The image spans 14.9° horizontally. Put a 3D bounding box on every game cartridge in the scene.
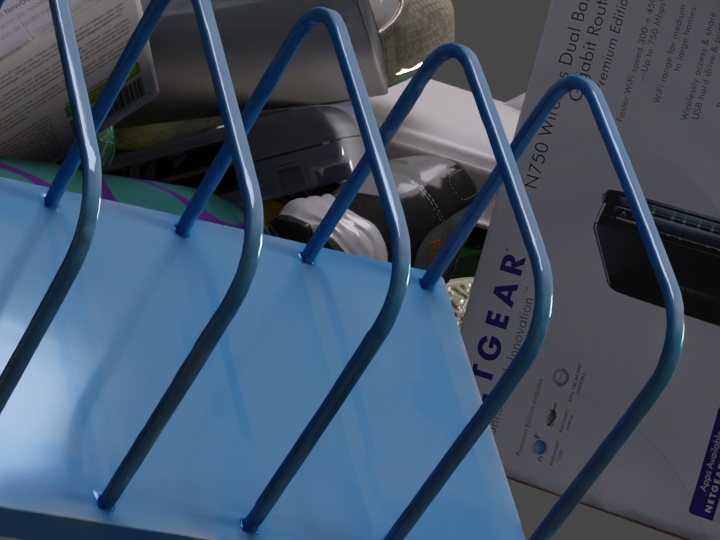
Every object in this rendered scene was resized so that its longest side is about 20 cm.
[{"bbox_3d":[-0.094,-0.032,1.163,0.200,0.041,0.133,-14,-2,8],"label":"game cartridge"}]

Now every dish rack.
[{"bbox_3d":[0.032,-0.067,1.310,0.200,0.044,0.172,16,16,-8],"label":"dish rack"}]

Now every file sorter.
[{"bbox_3d":[-0.024,0.000,0.815,0.200,0.123,0.139,12,41,-27],"label":"file sorter"}]

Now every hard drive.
[{"bbox_3d":[-0.095,-0.088,1.087,0.200,0.026,0.132,-7,-17,5],"label":"hard drive"}]

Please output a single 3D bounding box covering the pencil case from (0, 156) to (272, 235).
[{"bbox_3d":[-0.101,0.008,0.974,0.093,0.085,0.200,58,20,16],"label":"pencil case"}]

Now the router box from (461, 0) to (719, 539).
[{"bbox_3d":[0.138,0.000,1.030,0.179,0.200,0.049,17,4,26],"label":"router box"}]

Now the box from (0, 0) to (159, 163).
[{"bbox_3d":[-0.174,-0.127,0.980,0.200,0.112,0.101,54,-11,17],"label":"box"}]

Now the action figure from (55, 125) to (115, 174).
[{"bbox_3d":[-0.182,-0.044,1.060,0.200,0.055,0.118,1,-17,23],"label":"action figure"}]

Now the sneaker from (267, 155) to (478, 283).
[{"bbox_3d":[0.000,0.000,1.117,0.074,0.079,0.200,58,-15,0],"label":"sneaker"}]

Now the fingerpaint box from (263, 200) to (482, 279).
[{"bbox_3d":[-0.001,-0.003,1.371,0.166,0.074,0.200,14,7,-11],"label":"fingerpaint box"}]

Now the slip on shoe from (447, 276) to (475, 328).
[{"bbox_3d":[0.078,0.046,1.230,0.200,0.074,0.061,2,-22,-40],"label":"slip on shoe"}]

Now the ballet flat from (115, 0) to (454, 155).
[{"bbox_3d":[-0.036,-0.103,1.206,0.200,0.062,0.067,-22,50,-28],"label":"ballet flat"}]

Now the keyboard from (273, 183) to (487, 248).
[{"bbox_3d":[0.029,-0.032,1.304,0.200,0.021,0.127,10,18,-36],"label":"keyboard"}]
